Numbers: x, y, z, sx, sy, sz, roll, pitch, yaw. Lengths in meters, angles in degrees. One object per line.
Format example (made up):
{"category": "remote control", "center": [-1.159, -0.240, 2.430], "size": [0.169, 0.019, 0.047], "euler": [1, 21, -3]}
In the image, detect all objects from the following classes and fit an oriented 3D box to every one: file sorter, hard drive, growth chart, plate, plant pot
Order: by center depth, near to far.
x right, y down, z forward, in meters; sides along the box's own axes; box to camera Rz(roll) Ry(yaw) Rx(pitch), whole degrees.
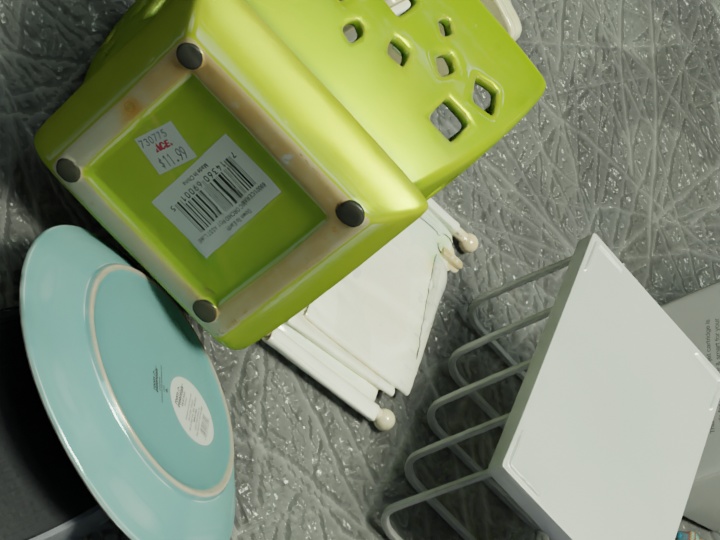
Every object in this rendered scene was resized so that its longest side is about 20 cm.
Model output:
{"category": "hard drive", "center": [-0.197, 0.091, 1.263], "size": [0.200, 0.042, 0.135], "euler": [-22, 86, -50]}
{"category": "plate", "center": [-0.114, 0.063, 1.326], "size": [0.200, 0.026, 0.201], "euler": [52, 22, -31]}
{"category": "plant pot", "center": [-0.048, -0.085, 1.375], "size": [0.199, 0.200, 0.182], "euler": [47, 39, -8]}
{"category": "file sorter", "center": [0.115, 0.109, 1.519], "size": [0.139, 0.124, 0.200], "euler": [46, 44, -21]}
{"category": "growth chart", "center": [0.000, 0.000, 1.538], "size": [0.145, 0.018, 0.200], "euler": [45, 44, -20]}

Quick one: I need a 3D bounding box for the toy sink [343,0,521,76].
{"category": "toy sink", "center": [-0.016, -0.192, 1.537], "size": [0.112, 0.130, 0.201], "euler": [-33, 96, -49]}

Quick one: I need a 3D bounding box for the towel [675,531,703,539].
{"category": "towel", "center": [0.258, 0.288, 1.655], "size": [0.146, 0.022, 0.201], "euler": [31, 50, -33]}

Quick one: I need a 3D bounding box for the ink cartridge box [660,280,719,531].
{"category": "ink cartridge box", "center": [0.288, 0.074, 1.664], "size": [0.084, 0.200, 0.146], "euler": [28, 52, -37]}
